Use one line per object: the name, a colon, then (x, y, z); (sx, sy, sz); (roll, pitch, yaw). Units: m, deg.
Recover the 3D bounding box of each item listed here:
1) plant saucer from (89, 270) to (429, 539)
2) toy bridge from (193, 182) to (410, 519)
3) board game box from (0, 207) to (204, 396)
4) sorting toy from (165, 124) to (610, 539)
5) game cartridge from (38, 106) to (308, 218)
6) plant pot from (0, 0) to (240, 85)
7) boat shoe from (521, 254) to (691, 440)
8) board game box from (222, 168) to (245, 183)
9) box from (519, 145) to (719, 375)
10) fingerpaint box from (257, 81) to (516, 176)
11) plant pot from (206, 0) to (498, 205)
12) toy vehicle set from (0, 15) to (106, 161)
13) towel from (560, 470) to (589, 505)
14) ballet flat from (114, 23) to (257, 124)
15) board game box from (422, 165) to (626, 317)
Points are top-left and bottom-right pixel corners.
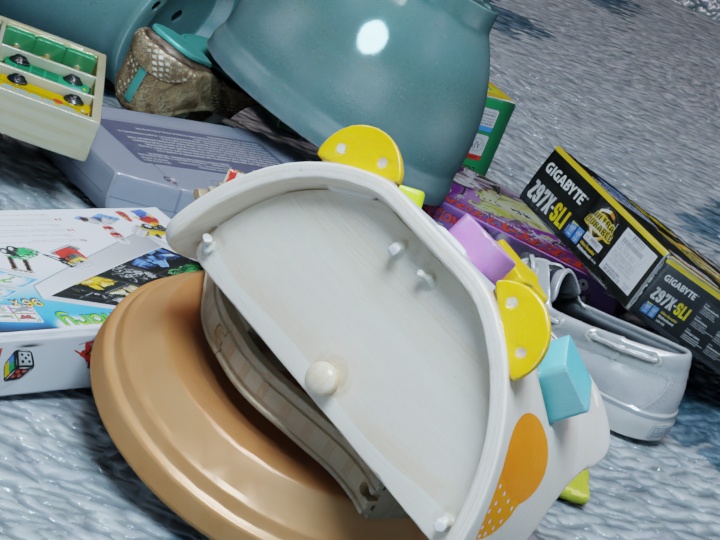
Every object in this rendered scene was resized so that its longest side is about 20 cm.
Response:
plant saucer: (-0.028, 0.064, 0.936); (0.199, 0.038, 0.201); (24, 29, -14)
toy bridge: (-0.036, 0.030, 0.913); (0.067, 0.027, 0.201); (4, 40, -39)
board game box: (-0.146, 0.011, 1.005); (0.199, 0.035, 0.126); (-3, 30, -45)
sorting toy: (0.044, 0.027, 0.894); (0.200, 0.107, 0.180); (48, 14, 25)
game cartridge: (-0.101, -0.057, 1.280); (0.199, 0.041, 0.133); (6, 20, -41)
plant pot: (-0.185, -0.235, 1.469); (0.188, 0.201, 0.200); (45, 25, 18)
boat shoe: (0.112, 0.029, 1.228); (0.199, 0.069, 0.072); (33, 21, 30)
board game box: (0.000, 0.000, 1.120); (0.150, 0.047, 0.200); (25, 1, 6)
box: (0.213, 0.013, 1.333); (0.199, 0.049, 0.160); (32, 10, -34)
fingerpaint box: (-0.003, -0.155, 1.619); (0.198, 0.074, 0.167); (12, 21, -32)
plant pot: (0.012, -0.157, 1.389); (0.199, 0.135, 0.200); (33, 13, -9)
toy vehicle set: (-0.249, -0.131, 1.192); (0.198, 0.027, 0.125); (19, 21, -14)
towel: (0.031, 0.073, 1.096); (0.198, 0.018, 0.086); (22, 23, -3)
ballet flat: (-0.123, -0.129, 1.397); (0.070, 0.065, 0.200); (41, 10, 14)
board game box: (0.116, -0.027, 1.470); (0.199, 0.033, 0.120); (28, 23, 16)
